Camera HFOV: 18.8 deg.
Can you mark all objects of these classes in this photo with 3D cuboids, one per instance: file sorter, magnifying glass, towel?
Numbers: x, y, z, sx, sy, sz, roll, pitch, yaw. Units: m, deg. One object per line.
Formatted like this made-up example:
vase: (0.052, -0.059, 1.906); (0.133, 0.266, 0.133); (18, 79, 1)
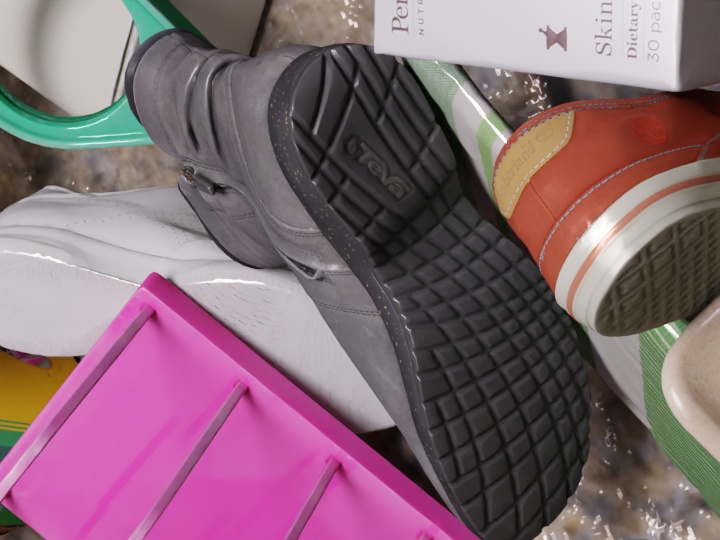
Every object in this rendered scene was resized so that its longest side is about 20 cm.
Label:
file sorter: (-0.059, 0.134, 0.825); (0.200, 0.126, 0.139); (39, 125, -4)
magnifying glass: (-0.061, -0.066, 0.823); (0.199, 0.022, 0.080); (20, 116, -7)
towel: (0.088, 0.013, 0.728); (0.023, 0.153, 0.200); (-38, 70, -4)

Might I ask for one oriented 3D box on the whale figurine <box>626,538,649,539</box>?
whale figurine: (0.140, 0.144, 0.697); (0.159, 0.103, 0.200); (52, 154, 19)

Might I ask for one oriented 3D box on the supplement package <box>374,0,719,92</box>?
supplement package: (0.092, -0.167, 0.659); (0.110, 0.155, 0.202); (10, 107, 38)

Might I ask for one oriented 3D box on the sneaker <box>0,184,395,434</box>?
sneaker: (-0.058, 0.002, 0.881); (0.199, 0.089, 0.076); (15, 128, 11)

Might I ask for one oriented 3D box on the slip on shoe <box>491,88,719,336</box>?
slip on shoe: (0.110, -0.027, 0.647); (0.061, 0.199, 0.074); (48, 123, 24)

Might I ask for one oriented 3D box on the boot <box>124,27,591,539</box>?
boot: (0.000, 0.000, 0.773); (0.131, 0.070, 0.201); (12, 130, 57)

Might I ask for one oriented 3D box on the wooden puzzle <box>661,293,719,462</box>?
wooden puzzle: (0.214, 0.022, 0.611); (0.185, 0.046, 0.200); (44, 100, -4)

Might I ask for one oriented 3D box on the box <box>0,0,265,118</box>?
box: (-0.138, -0.133, 0.908); (0.200, 0.082, 0.069); (36, 120, 30)

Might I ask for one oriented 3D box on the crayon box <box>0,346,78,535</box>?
crayon box: (-0.211, 0.032, 0.979); (0.200, 0.118, 0.058); (50, 129, 19)
